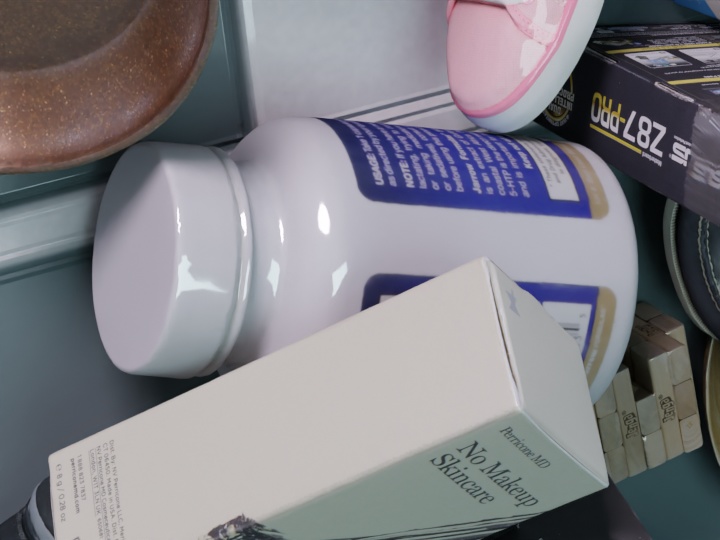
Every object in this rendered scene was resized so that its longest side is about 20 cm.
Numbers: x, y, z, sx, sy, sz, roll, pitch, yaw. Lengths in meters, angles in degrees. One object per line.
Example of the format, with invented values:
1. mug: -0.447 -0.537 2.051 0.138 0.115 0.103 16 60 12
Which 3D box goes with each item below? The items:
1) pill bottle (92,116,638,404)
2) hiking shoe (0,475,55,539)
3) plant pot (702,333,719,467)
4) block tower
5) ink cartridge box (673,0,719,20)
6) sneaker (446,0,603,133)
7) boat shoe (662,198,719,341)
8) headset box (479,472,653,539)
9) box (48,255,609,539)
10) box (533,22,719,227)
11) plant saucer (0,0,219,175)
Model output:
1. pill bottle: 0.000 0.000 0.989 0.198 0.120 0.121 4 105 -27
2. hiking shoe: -0.096 0.167 1.037 0.086 0.075 0.200 -33 120 12
3. plant pot: 0.243 0.034 1.175 0.198 0.027 0.202 -8 110 -24
4. block tower: 0.059 0.077 1.083 0.199 0.054 0.058 -22 115 -19
5. ink cartridge box: 0.206 -0.147 0.994 0.116 0.200 0.068 -41 120 -8
6. sneaker: 0.054 -0.164 0.985 0.104 0.075 0.202 20 90 -35
7. boat shoe: 0.203 0.031 1.102 0.072 0.063 0.201 -38 119 -10
8. headset box: 0.045 0.152 1.027 0.148 0.075 0.200 -29 151 -9
9. box: -0.014 0.075 0.921 0.199 0.069 0.082 -25 143 21
10. box: 0.196 -0.067 1.040 0.198 0.161 0.050 -4 109 -26
11. plant saucer: -0.145 -0.120 0.874 0.198 0.037 0.201 6 135 6
